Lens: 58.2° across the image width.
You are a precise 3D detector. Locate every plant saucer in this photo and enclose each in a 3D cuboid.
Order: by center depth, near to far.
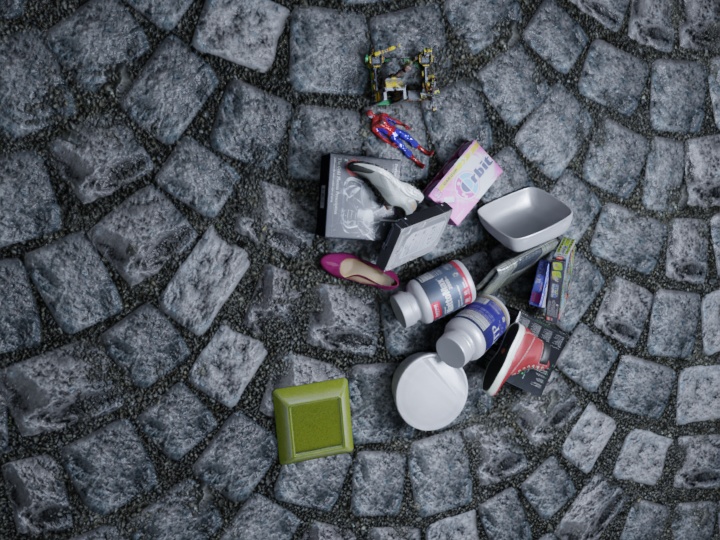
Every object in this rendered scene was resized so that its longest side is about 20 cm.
[{"bbox_3d":[-0.114,0.390,1.643,0.197,0.048,0.203,-7,98,-15],"label":"plant saucer"}]

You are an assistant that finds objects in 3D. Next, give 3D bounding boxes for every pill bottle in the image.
[{"bbox_3d":[0.284,0.158,1.650,0.199,0.119,0.121,-36,106,-38],"label":"pill bottle"},{"bbox_3d":[0.183,0.065,1.652,0.198,0.119,0.121,-25,102,-11],"label":"pill bottle"}]

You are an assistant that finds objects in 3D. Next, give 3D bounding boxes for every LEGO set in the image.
[{"bbox_3d":[0.109,-0.472,1.569,0.197,0.116,0.156,2,96,-16],"label":"LEGO set"}]

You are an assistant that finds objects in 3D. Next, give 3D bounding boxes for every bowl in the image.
[{"bbox_3d":[0.425,-0.123,1.668,0.198,0.200,0.075,-24,124,-11],"label":"bowl"}]

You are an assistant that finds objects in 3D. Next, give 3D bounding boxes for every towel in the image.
[{"bbox_3d":[0.399,-0.006,1.675,0.191,0.200,0.035,-26,72,-15],"label":"towel"}]

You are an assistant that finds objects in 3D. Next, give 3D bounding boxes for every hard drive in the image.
[{"bbox_3d":[0.134,-0.083,1.581,0.199,0.038,0.141,-22,146,-41],"label":"hard drive"}]

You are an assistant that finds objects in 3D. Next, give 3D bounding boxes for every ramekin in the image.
[{"bbox_3d":[0.173,0.306,1.689,0.199,0.094,0.206,-2,97,-14],"label":"ramekin"}]

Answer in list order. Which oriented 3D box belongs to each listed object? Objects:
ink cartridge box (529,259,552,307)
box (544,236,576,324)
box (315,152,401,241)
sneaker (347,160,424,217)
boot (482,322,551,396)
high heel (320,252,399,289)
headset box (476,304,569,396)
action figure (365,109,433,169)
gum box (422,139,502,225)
[{"bbox_3d":[0.489,0.037,1.708,0.041,0.199,0.121,14,93,24],"label":"ink cartridge box"},{"bbox_3d":[0.519,0.027,1.680,0.110,0.034,0.202,-49,144,-43],"label":"box"},{"bbox_3d":[-0.005,-0.177,1.579,0.179,0.104,0.203,2,96,-17],"label":"box"},{"bbox_3d":[0.054,-0.192,1.504,0.199,0.074,0.080,29,93,-18],"label":"sneaker"},{"bbox_3d":[0.410,0.255,1.666,0.143,0.072,0.202,33,85,-18],"label":"boot"},{"bbox_3d":[0.000,0.000,1.604,0.197,0.096,0.068,11,93,-16],"label":"high heel"},{"bbox_3d":[0.436,0.223,1.753,0.172,0.093,0.202,24,90,-17],"label":"headset box"},{"bbox_3d":[0.094,-0.337,1.619,0.199,0.052,0.066,34,90,-14],"label":"action figure"},{"bbox_3d":[0.263,-0.229,1.666,0.113,0.066,0.201,42,84,-17],"label":"gum box"}]
